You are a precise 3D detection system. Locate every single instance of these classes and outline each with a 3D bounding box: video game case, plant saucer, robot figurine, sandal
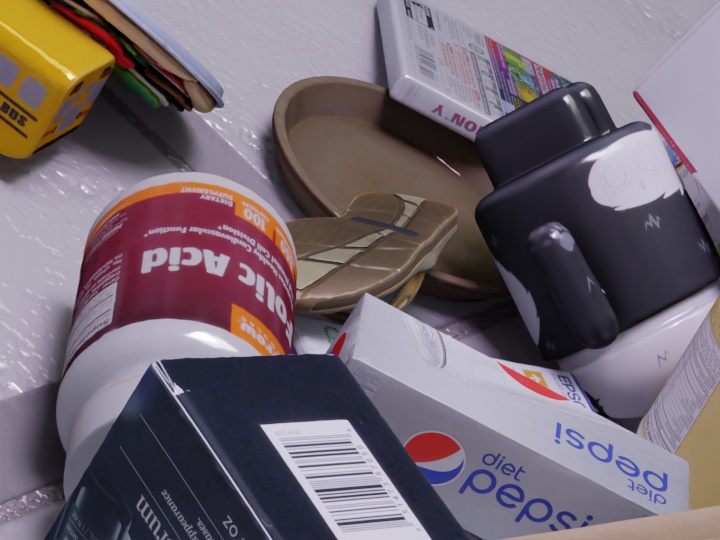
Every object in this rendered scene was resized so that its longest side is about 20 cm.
[{"bbox_3d":[0.096,-0.118,1.816,0.182,0.023,0.200,27,19,-13],"label":"video game case"},{"bbox_3d":[0.028,-0.048,1.668,0.200,0.029,0.200,26,29,-16],"label":"plant saucer"},{"bbox_3d":[0.143,-0.009,1.592,0.150,0.125,0.200,-27,89,-30],"label":"robot figurine"},{"bbox_3d":[0.000,0.000,1.509,0.080,0.054,0.200,16,19,19],"label":"sandal"}]

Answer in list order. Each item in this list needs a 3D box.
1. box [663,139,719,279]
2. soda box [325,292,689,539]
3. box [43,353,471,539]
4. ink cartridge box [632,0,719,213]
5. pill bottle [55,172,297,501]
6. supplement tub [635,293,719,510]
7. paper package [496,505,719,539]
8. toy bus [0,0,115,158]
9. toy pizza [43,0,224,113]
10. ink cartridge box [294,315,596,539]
[{"bbox_3d":[0.258,-0.006,1.760,0.112,0.101,0.200,22,31,-20],"label":"box"},{"bbox_3d":[0.070,0.094,1.376,0.200,0.063,0.068,28,29,-8],"label":"soda box"},{"bbox_3d":[-0.056,0.155,1.101,0.107,0.200,0.148,-1,43,-44],"label":"box"},{"bbox_3d":[0.297,-0.082,1.618,0.200,0.145,0.145,22,28,-51],"label":"ink cartridge box"},{"bbox_3d":[-0.090,0.048,1.317,0.114,0.114,0.200,25,30,-15],"label":"pill bottle"},{"bbox_3d":[0.240,0.086,1.489,0.145,0.200,0.145,20,30,-12],"label":"supplement tub"},{"bbox_3d":[0.099,0.203,1.195,0.200,0.191,0.104,-3,50,-46],"label":"paper package"},{"bbox_3d":[-0.241,-0.143,1.488,0.200,0.078,0.065,37,29,6],"label":"toy bus"},{"bbox_3d":[-0.164,-0.151,1.556,0.200,0.032,0.200,37,-4,3],"label":"toy pizza"},{"bbox_3d":[0.064,0.117,1.442,0.200,0.043,0.196,14,33,-33],"label":"ink cartridge box"}]
